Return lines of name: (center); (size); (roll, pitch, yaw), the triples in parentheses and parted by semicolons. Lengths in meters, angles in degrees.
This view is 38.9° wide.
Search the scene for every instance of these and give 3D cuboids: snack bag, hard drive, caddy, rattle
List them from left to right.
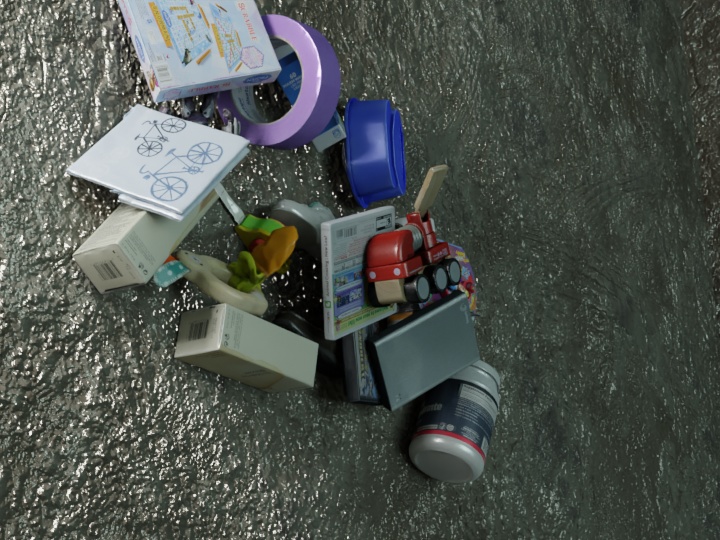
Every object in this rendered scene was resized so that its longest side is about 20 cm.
snack bag: (-0.281, -0.153, 1.413); (0.022, 0.198, 0.189); (93, 22, -44)
rattle: (-0.203, -0.024, 1.477); (0.199, 0.143, 0.131); (29, 28, -30)
caddy: (0.016, -0.215, 1.844); (0.141, 0.104, 0.202); (24, 61, -71)
hard drive: (0.112, 0.137, 1.762); (0.199, 0.033, 0.141); (-27, 119, -24)

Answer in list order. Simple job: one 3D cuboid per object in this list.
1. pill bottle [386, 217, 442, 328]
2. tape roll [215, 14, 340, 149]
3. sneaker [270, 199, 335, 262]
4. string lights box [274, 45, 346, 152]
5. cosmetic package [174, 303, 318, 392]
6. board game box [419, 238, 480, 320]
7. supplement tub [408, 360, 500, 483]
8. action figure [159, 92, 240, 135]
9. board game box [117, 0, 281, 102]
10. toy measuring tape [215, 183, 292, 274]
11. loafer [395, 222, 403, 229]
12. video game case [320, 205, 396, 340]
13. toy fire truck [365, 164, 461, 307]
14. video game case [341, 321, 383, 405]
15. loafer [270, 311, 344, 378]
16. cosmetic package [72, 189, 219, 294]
pill bottle: (0.098, 0.010, 1.872); (0.116, 0.116, 0.202); (9, 72, -49)
tape roll: (-0.131, -0.293, 1.598); (0.065, 0.198, 0.202); (-1, 80, -63)
sneaker: (-0.084, -0.083, 1.714); (0.200, 0.075, 0.089); (39, 48, -51)
string lights box: (-0.098, -0.311, 1.730); (0.201, 0.059, 0.103); (60, 7, -22)
cosmetic package: (-0.167, 0.119, 1.520); (0.199, 0.103, 0.074); (28, 60, -42)
board game box: (0.168, 0.020, 1.829); (0.199, 0.039, 0.160); (16, 67, -49)
supplement tub: (0.177, 0.274, 1.874); (0.140, 0.139, 0.201); (47, 47, -32)
action figure: (-0.247, -0.235, 1.532); (0.129, 0.070, 0.202); (4, 61, -14)
board game box: (-0.243, -0.362, 1.519); (0.198, 0.041, 0.202); (-15, 77, -28)
toy measuring tape: (-0.163, -0.077, 1.607); (0.201, 0.073, 0.074); (58, 42, -23)
loafer: (0.018, -0.053, 1.744); (0.199, 0.068, 0.077); (16, 85, -60)
video game case: (0.000, 0.000, 1.638); (0.199, 0.022, 0.184); (-20, 111, -57)
toy fire truck: (0.087, -0.057, 1.653); (0.176, 0.128, 0.202); (-23, 103, -55)
video game case: (0.004, 0.126, 1.734); (0.181, 0.025, 0.202); (31, 52, -72)
loafer: (-0.080, 0.111, 1.664); (0.200, 0.072, 0.072); (43, 46, -48)
cosmetic package: (-0.294, -0.063, 1.414); (0.071, 0.104, 0.201); (58, 44, -25)
